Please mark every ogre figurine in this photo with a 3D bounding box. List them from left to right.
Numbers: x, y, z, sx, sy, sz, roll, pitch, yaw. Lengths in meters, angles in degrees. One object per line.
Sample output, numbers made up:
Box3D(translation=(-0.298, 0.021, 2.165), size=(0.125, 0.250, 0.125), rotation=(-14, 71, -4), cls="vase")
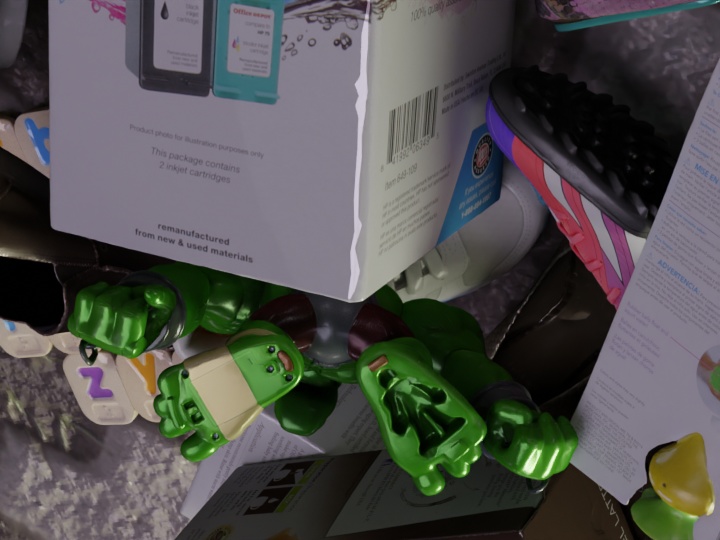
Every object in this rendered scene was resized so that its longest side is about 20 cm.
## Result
Box3D(translation=(-0.012, 0.032, 0.729), size=(0.199, 0.120, 0.098), rotation=(-2, 109, 3), cls="ogre figurine")

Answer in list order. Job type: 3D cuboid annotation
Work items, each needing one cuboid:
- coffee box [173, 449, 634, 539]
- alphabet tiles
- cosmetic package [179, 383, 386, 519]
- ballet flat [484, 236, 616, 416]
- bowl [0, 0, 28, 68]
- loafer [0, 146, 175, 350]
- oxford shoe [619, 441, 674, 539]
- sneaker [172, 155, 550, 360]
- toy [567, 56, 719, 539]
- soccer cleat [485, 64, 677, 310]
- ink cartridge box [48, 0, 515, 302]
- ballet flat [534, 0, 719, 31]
Box3D(translation=(0.024, 0.148, 0.792), size=(0.200, 0.080, 0.115), rotation=(-12, 112, 35), cls="coffee box")
Box3D(translation=(-0.137, -0.001, 0.942), size=(0.200, 0.015, 0.196), rotation=(-5, 117, 32), cls="alphabet tiles")
Box3D(translation=(0.019, 0.126, 0.890), size=(0.200, 0.085, 0.108), rotation=(32, 131, 7), cls="cosmetic package")
Box3D(translation=(0.096, 0.026, 0.802), size=(0.067, 0.046, 0.200), rotation=(42, 128, 0), cls="ballet flat")
Box3D(translation=(-0.218, -0.140, 0.820), size=(0.107, 0.200, 0.200), rotation=(2, 133, -22), cls="bowl")
Box3D(translation=(-0.151, 0.004, 0.844), size=(0.073, 0.071, 0.200), rotation=(-21, 146, 36), cls="loafer")
Box3D(translation=(0.141, 0.100, 0.770), size=(0.084, 0.073, 0.200), rotation=(40, 159, 8), cls="oxford shoe")
Box3D(translation=(0.000, 0.000, 0.817), size=(0.200, 0.081, 0.077), rotation=(-23, 106, 29), cls="sneaker")
Box3D(translation=(0.157, 0.016, 0.647), size=(0.115, 0.047, 0.200), rotation=(39, 119, 38), cls="toy")
Box3D(translation=(0.119, -0.005, 0.720), size=(0.200, 0.068, 0.073), rotation=(36, 126, -15), cls="soccer cleat")
Box3D(translation=(-0.027, -0.116, 0.693), size=(0.146, 0.147, 0.200), rotation=(13, 113, 23), cls="ink cartridge box")
Box3D(translation=(0.147, -0.131, 0.653), size=(0.200, 0.069, 0.071), rotation=(4, 119, 40), cls="ballet flat")
